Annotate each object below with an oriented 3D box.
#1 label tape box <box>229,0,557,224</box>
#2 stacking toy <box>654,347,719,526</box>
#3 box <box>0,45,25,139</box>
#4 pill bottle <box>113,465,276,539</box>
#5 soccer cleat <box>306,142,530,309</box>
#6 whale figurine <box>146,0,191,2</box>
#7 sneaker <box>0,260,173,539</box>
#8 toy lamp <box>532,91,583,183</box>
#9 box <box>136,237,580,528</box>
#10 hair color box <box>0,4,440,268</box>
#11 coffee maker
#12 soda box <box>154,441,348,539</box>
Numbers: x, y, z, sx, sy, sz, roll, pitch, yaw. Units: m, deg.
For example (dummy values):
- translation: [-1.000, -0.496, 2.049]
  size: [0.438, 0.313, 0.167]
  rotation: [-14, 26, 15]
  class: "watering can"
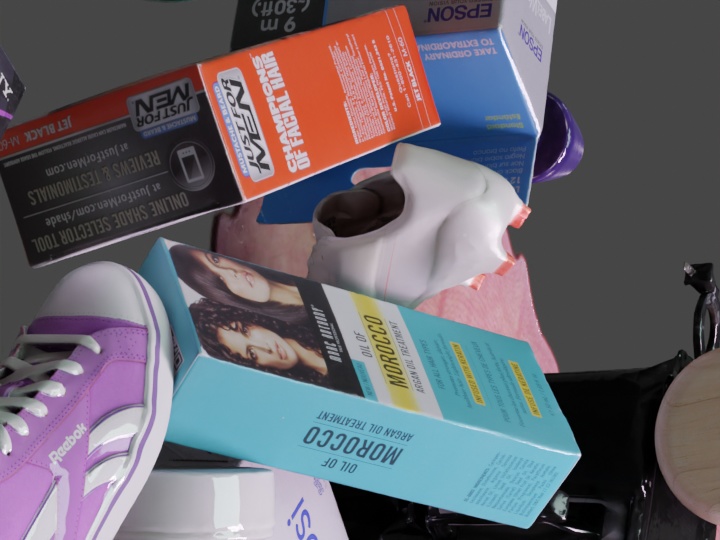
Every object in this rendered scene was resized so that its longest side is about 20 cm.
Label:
- translation: [0.017, -0.127, 1.353]
  size: [0.066, 0.143, 0.201]
  rotation: [48, 45, -54]
  class: "label tape box"
- translation: [0.208, 0.092, 1.374]
  size: [0.200, 0.085, 0.086]
  rotation: [27, 65, -66]
  class: "stacking toy"
- translation: [-0.197, -0.046, 1.037]
  size: [0.143, 0.036, 0.200]
  rotation: [63, 35, -42]
  class: "box"
- translation: [-0.077, 0.184, 1.194]
  size: [0.111, 0.111, 0.201]
  rotation: [5, 85, -64]
  class: "pill bottle"
- translation: [0.000, 0.000, 1.321]
  size: [0.077, 0.200, 0.069]
  rotation: [30, 50, -16]
  class: "soccer cleat"
- translation: [-0.105, -0.206, 1.191]
  size: [0.159, 0.104, 0.200]
  rotation: [-32, 95, -51]
  class: "whale figurine"
- translation: [-0.139, 0.062, 1.119]
  size: [0.114, 0.072, 0.201]
  rotation: [52, 42, -44]
  class: "sneaker"
- translation: [0.072, -0.086, 1.575]
  size: [0.200, 0.058, 0.058]
  rotation: [21, 71, -63]
  class: "toy lamp"
- translation: [-0.005, 0.051, 1.245]
  size: [0.199, 0.049, 0.082]
  rotation: [16, 32, -30]
  class: "box"
- translation: [-0.058, -0.061, 1.231]
  size: [0.200, 0.111, 0.064]
  rotation: [-28, 100, -62]
  class: "hair color box"
- translation: [0.071, 0.100, 1.404]
  size: [0.192, 0.199, 0.135]
  rotation: [-65, 146, -41]
  class: "coffee maker"
- translation: [-0.044, 0.147, 1.319]
  size: [0.068, 0.063, 0.201]
  rotation: [-59, 140, -46]
  class: "soda box"
